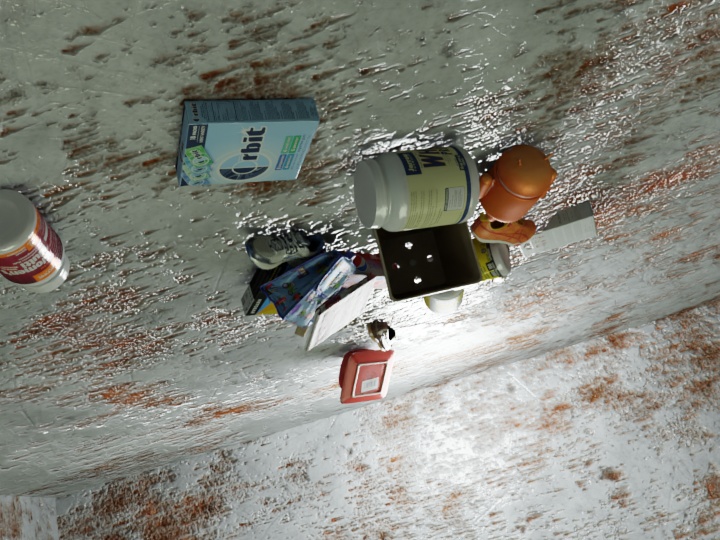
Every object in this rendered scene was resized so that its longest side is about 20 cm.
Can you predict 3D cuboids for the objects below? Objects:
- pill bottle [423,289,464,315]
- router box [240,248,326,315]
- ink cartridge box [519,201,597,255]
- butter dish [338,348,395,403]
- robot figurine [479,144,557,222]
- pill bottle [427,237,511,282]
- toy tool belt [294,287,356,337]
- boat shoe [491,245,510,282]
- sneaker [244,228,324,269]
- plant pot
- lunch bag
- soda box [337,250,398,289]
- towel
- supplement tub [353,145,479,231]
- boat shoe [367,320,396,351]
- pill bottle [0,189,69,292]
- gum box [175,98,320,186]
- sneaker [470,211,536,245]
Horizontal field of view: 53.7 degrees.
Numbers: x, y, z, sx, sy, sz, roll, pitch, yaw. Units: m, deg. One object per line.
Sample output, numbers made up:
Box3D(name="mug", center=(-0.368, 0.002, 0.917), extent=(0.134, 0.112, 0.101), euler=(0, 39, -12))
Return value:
Box3D(name="pill bottle", center=(0.227, 0.057, 1.946), extent=(0.111, 0.113, 0.200), euler=(-15, 159, -1))
Box3D(name="router box", center=(-0.173, 0.027, 1.636), extent=(0.149, 0.051, 0.200), euler=(-2, 145, -32))
Box3D(name="ink cartridge box", center=(0.507, -0.104, 1.847), extent=(0.199, 0.048, 0.160), euler=(-16, 160, 17))
Box3D(name="butter dish", center=(-0.003, 0.346, 2.486), extent=(0.199, 0.148, 0.200), euler=(-1, 111, -35))
Box3D(name="robot figurine", center=(0.310, -0.174, 1.427), extent=(0.143, 0.117, 0.200), euler=(28, 152, 0))
Box3D(name="pill bottle", center=(0.265, -0.016, 1.779), extent=(0.199, 0.113, 0.112), euler=(-19, 159, 24))
Box3D(name="toy tool belt", center=(-0.069, 0.101, 1.789), extent=(0.199, 0.124, 0.125), euler=(-4, 178, -5))
Box3D(name="boat shoe", center=(0.352, -0.026, 1.895), extent=(0.071, 0.076, 0.200), euler=(-12, 150, 1))
Box3D(name="sneaker", center=(-0.153, -0.055, 1.474), extent=(0.085, 0.077, 0.200), euler=(-36, 161, 33))
Box3D(name="plant pot", center=(0.130, -0.033, 1.564), extent=(0.199, 0.201, 0.177), euler=(-13, 170, -7))
Box3D(name="lunch bag", center=(-0.095, 0.022, 1.544), extent=(0.200, 0.094, 0.151), euler=(-39, 163, 4))
Box3D(name="soda box", center=(0.000, 0.000, 1.713), extent=(0.199, 0.064, 0.070), euler=(5, 149, -41))
Box3D(name="towel", center=(-0.048, 0.094, 1.646), extent=(0.200, 0.023, 0.144), euler=(-33, 153, -40))
Box3D(name="supplement tub", center=(0.100, -0.148, 1.301), extent=(0.199, 0.146, 0.145), euler=(-8, 158, -18))
Box3D(name="boat shoe", center=(0.081, 0.210, 2.282), extent=(0.070, 0.071, 0.200), euler=(-15, 159, 10))
Box3D(name="pill bottle", center=(-0.553, -0.040, 1.163), extent=(0.109, 0.110, 0.200), euler=(-12, 159, -8))
Box3D(name="gum box", center=(-0.181, -0.199, 1.117), extent=(0.199, 0.045, 0.170), euler=(-6, 157, -22))
Box3D(name="sneaker", center=(0.354, -0.105, 1.696), extent=(0.199, 0.073, 0.077), euler=(-5, 143, -36))
